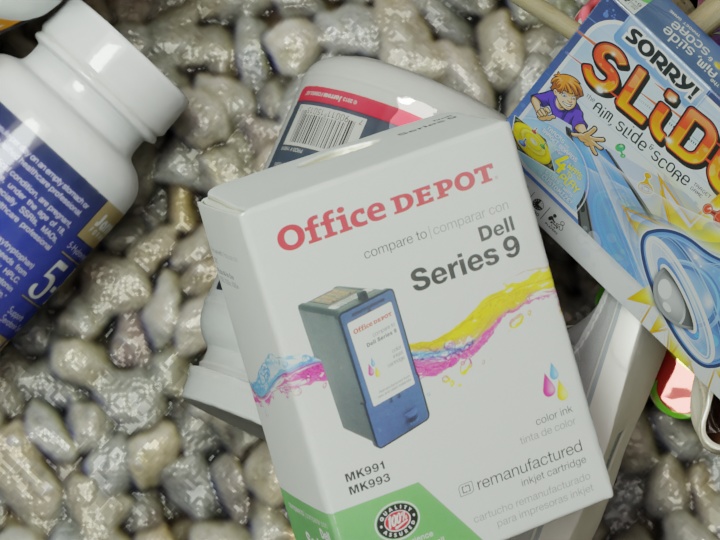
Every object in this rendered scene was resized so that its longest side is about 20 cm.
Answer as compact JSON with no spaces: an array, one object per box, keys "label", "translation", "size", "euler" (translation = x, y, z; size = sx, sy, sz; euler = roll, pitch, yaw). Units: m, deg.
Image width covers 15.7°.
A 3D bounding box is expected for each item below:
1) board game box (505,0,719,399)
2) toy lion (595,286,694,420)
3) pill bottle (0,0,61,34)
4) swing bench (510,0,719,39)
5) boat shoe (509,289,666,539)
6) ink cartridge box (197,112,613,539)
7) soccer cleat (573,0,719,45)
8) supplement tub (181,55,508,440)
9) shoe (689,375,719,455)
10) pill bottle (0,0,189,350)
[{"label":"board game box","translation":[0.165,-0.031,1.272],"size":[0.200,0.135,0.034],"euler":[44,44,7]},{"label":"toy lion","translation":[0.215,-0.019,1.400],"size":[0.191,0.069,0.200],"euler":[-17,81,13]},{"label":"pill bottle","translation":[-0.224,-0.181,1.437],"size":[0.200,0.116,0.117],"euler":[-17,72,44]},{"label":"swing bench","translation":[0.159,-0.215,1.369],"size":[0.200,0.130,0.199],"euler":[-24,37,-20]},{"label":"boat shoe","translation":[0.112,0.067,1.380],"size":[0.068,0.072,0.200],"euler":[24,109,19]},{"label":"ink cartridge box","translation":[0.021,0.038,1.278],"size":[0.145,0.087,0.200],"euler":[-19,100,-16]},{"label":"soccer cleat","translation":[0.210,-0.151,1.422],"size":[0.200,0.073,0.068],"euler":[-19,76,5]},{"label":"supplement tub","translation":[0.000,0.000,1.391],"size":[0.140,0.140,0.200],"euler":[22,83,13]},{"label":"shoe","translation":[0.229,0.010,1.335],"size":[0.070,0.053,0.200],"euler":[32,101,19]},{"label":"pill bottle","translation":[-0.194,-0.049,1.446],"size":[0.120,0.120,0.200],"euler":[42,88,15]}]
